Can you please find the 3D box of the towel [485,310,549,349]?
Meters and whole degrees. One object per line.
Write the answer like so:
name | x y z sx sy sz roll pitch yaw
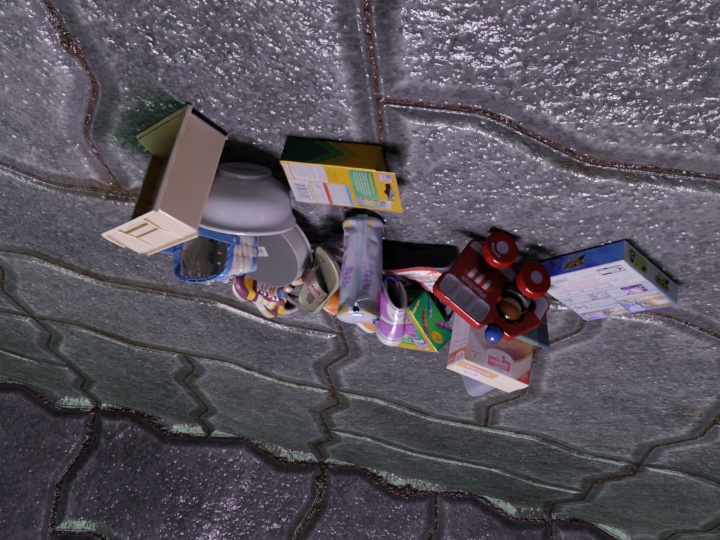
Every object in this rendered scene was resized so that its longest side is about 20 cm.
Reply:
towel | 0.277 0.064 1.599 0.197 0.148 0.022 22 138 -19

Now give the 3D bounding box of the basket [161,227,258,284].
basket | -0.294 -0.049 1.538 0.174 0.142 0.199 -7 164 41

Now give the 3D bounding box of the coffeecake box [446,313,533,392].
coffeecake box | 0.266 0.119 1.648 0.152 0.203 0.073 22 153 -19

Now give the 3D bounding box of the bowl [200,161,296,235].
bowl | -0.206 -0.135 1.453 0.197 0.092 0.202 7 -160 -3

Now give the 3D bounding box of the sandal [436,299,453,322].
sandal | 0.181 0.081 1.757 0.042 0.077 0.201 18 155 5

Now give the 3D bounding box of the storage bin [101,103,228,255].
storage bin | -0.337 -0.148 1.413 0.093 0.203 0.197 30 151 -36

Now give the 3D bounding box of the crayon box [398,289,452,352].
crayon box | 0.102 0.105 1.759 0.120 0.058 0.199 56 158 -15

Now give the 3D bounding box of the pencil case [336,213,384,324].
pencil case | 0.000 0.000 1.544 0.082 0.204 0.091 -3 162 20

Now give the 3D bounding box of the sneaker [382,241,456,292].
sneaker | 0.100 -0.001 1.646 0.198 0.068 0.108 3 151 16

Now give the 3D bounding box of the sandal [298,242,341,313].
sandal | -0.088 0.028 1.621 0.080 0.057 0.202 50 143 20

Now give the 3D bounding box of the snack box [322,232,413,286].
snack box | 0.017 -0.016 1.706 0.199 0.025 0.071 30 150 -30

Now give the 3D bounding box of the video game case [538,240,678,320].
video game case | 0.455 0.024 1.540 0.180 0.046 0.198 33 149 -32

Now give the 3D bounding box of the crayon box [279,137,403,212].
crayon box | -0.025 -0.160 1.400 0.197 0.052 0.126 8 154 14

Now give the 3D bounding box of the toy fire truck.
toy fire truck | 0.243 0.043 1.510 0.199 0.168 0.112 41 152 -2

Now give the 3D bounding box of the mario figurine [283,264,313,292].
mario figurine | -0.110 0.025 1.765 0.197 0.108 0.124 14 157 -4

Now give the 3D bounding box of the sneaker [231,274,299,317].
sneaker | -0.219 0.047 1.918 0.089 0.076 0.200 -9 154 25

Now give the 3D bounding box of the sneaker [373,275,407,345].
sneaker | 0.048 0.043 1.647 0.071 0.201 0.116 -6 125 -21

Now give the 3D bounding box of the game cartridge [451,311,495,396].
game cartridge | 0.243 0.156 1.745 0.041 0.203 0.133 -1 160 -24

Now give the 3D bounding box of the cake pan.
cake pan | -0.190 -0.046 1.649 0.197 0.037 0.202 18 136 18

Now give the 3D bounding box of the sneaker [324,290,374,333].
sneaker | -0.018 0.073 1.883 0.198 0.074 0.077 25 131 -30
